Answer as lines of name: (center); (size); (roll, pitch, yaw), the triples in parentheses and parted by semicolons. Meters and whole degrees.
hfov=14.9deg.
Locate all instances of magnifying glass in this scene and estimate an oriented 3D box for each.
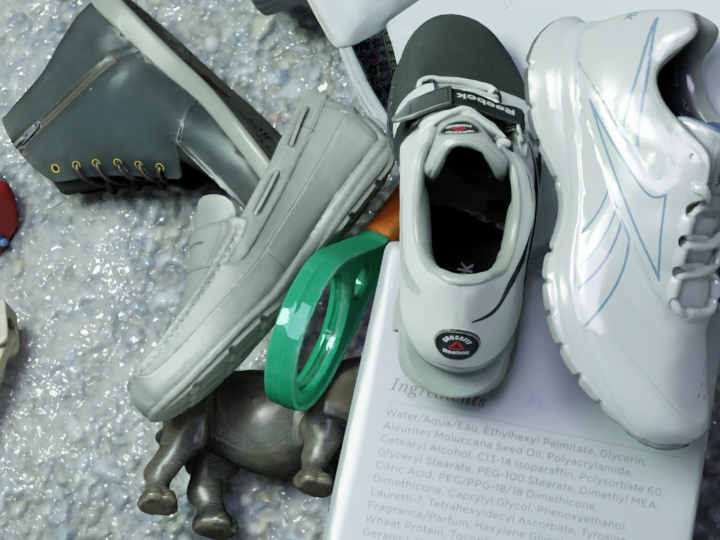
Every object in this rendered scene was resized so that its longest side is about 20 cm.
magnifying glass: (0.000, 0.000, 1.432); (0.022, 0.080, 0.200); (17, 39, 15)

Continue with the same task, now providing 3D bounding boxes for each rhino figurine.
rhino figurine: (-0.015, 0.084, 1.436); (0.199, 0.060, 0.088); (-6, 54, 13)

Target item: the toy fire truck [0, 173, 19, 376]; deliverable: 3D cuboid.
toy fire truck: (-0.241, 0.034, 1.546); (0.141, 0.049, 0.200); (27, 76, 28)

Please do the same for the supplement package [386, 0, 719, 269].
supplement package: (0.133, -0.090, 1.333); (0.200, 0.111, 0.156); (-32, 62, 39)

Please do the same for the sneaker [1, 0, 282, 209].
sneaker: (-0.109, -0.060, 1.543); (0.106, 0.075, 0.200); (-49, 61, 8)

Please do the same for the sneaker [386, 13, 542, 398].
sneaker: (0.050, -0.050, 1.240); (0.074, 0.089, 0.201); (1, 54, -3)

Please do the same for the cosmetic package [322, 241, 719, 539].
cosmetic package: (0.070, 0.117, 1.303); (0.164, 0.165, 0.201); (11, 70, 2)

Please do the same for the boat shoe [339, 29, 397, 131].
boat shoe: (0.001, -0.164, 1.436); (0.072, 0.069, 0.201); (-11, 106, -2)

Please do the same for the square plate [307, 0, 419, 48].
square plate: (0.024, -0.241, 1.406); (0.200, 0.028, 0.199); (-29, 92, -23)

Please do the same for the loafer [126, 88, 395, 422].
loafer: (-0.061, -0.008, 1.433); (0.070, 0.070, 0.200); (37, 69, 5)

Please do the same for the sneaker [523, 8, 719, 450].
sneaker: (0.127, -0.022, 1.206); (0.087, 0.074, 0.201); (-15, 80, 37)

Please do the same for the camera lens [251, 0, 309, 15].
camera lens: (0.007, -0.247, 1.531); (0.199, 0.160, 0.160); (-25, 60, 7)
